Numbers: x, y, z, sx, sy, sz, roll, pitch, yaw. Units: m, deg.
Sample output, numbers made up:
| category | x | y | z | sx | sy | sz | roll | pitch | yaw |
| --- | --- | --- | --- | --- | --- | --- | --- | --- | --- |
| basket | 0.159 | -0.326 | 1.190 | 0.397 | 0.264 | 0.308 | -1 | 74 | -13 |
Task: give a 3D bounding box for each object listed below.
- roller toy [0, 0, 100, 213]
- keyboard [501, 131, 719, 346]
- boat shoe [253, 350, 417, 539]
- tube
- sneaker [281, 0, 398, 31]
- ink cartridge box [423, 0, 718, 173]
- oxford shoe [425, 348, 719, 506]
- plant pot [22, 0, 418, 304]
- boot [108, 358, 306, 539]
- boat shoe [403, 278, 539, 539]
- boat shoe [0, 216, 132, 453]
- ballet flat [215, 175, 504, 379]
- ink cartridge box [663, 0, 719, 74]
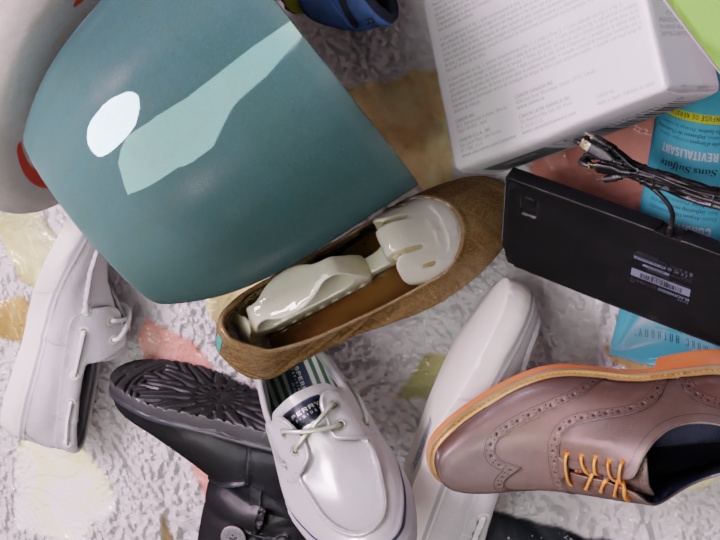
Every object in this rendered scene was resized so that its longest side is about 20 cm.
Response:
| category | x | y | z | sx | sy | sz | roll | pitch | yaw |
| --- | --- | --- | --- | --- | --- | --- | --- | --- | --- |
| roller toy | -0.216 | -0.134 | 1.052 | 0.140 | 0.200 | 0.183 | 25 | 97 | 18 |
| keyboard | 0.170 | -0.015 | 0.936 | 0.200 | 0.021 | 0.127 | 21 | 143 | 19 |
| boat shoe | -0.029 | 0.099 | 1.038 | 0.073 | 0.200 | 0.067 | -31 | 133 | -4 |
| tube | 0.187 | -0.032 | 0.964 | 0.077 | 0.050 | 0.200 | 18 | 120 | 30 |
| sneaker | -0.003 | -0.236 | 0.977 | 0.078 | 0.066 | 0.201 | 15 | 117 | 31 |
| ink cartridge box | 0.102 | -0.170 | 0.945 | 0.162 | 0.057 | 0.200 | -19 | 76 | 48 |
| oxford shoe | 0.134 | 0.097 | 0.963 | 0.200 | 0.073 | 0.071 | -15 | 122 | 10 |
| plant pot | -0.091 | -0.078 | 0.967 | 0.161 | 0.201 | 0.201 | -38 | 87 | 2 |
| boot | -0.103 | 0.174 | 1.171 | 0.165 | 0.066 | 0.200 | 17 | 117 | 24 |
| boat shoe | 0.076 | 0.101 | 1.045 | 0.068 | 0.072 | 0.200 | 17 | 107 | -8 |
| boat shoe | -0.191 | 0.041 | 1.169 | 0.068 | 0.072 | 0.200 | 22 | 112 | 2 |
| ballet flat | 0.000 | 0.000 | 1.006 | 0.200 | 0.072 | 0.068 | -26 | 73 | 5 |
| ink cartridge box | 0.247 | -0.100 | 0.847 | 0.076 | 0.148 | 0.200 | -39 | 87 | 30 |
